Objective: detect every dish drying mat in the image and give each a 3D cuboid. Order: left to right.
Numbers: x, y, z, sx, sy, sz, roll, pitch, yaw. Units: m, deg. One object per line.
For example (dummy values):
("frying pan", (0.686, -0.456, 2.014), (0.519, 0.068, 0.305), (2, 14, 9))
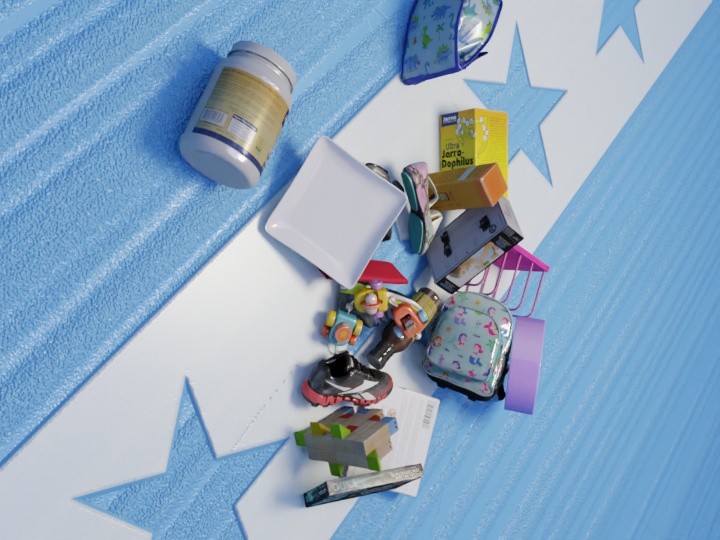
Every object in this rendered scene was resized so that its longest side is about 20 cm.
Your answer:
("dish drying mat", (0.000, 0.000, 1.417), (0.196, 0.077, 0.019), (6, 119, -39))

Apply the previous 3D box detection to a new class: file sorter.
("file sorter", (0.292, 0.010, 1.611), (0.198, 0.137, 0.129), (28, 76, -36))

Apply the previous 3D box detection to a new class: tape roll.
("tape roll", (0.356, 0.204, 1.588), (0.200, 0.064, 0.206), (9, 90, -77))

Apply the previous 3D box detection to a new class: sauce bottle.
("sauce bottle", (0.087, 0.119, 1.494), (0.200, 0.064, 0.066), (-44, 116, -28))

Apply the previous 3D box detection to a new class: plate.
("plate", (-0.044, -0.104, 1.326), (0.198, 0.032, 0.202), (33, 92, -11))

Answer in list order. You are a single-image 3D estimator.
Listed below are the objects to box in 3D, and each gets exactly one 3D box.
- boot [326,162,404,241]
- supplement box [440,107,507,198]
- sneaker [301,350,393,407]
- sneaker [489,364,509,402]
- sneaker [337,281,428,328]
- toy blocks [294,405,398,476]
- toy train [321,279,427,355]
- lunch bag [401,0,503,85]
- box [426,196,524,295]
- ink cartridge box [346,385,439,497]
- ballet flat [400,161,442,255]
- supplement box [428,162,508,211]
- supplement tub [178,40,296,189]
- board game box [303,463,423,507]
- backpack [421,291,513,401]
("boot", (0.000, -0.155, 1.427), (0.198, 0.067, 0.134), (33, 59, -35))
("supplement box", (0.245, -0.237, 1.583), (0.107, 0.107, 0.207), (-2, 92, -39))
("sneaker", (-0.013, 0.202, 1.383), (0.196, 0.071, 0.100), (4, 121, -32))
("sneaker", (0.306, 0.199, 1.657), (0.077, 0.089, 0.207), (-3, 93, -38))
("sneaker", (0.041, 0.076, 1.437), (0.195, 0.074, 0.083), (18, 94, -13))
("toy blocks", (-0.005, 0.302, 1.353), (0.135, 0.196, 0.103), (-24, 105, -47))
("toy train", (0.024, 0.109, 1.377), (0.197, 0.056, 0.152), (-30, 109, 8))
("lunch bag", (0.176, -0.474, 1.481), (0.126, 0.168, 0.204), (34, 70, -33))
("box", (0.229, -0.059, 1.504), (0.059, 0.199, 0.118), (29, 32, -35))
("ink cartridge box", (0.062, 0.339, 1.493), (0.170, 0.043, 0.205), (21, 78, -23))
("ballet flat", (0.129, -0.126, 1.488), (0.070, 0.069, 0.204), (-22, 123, -18))
("supplement box", (0.200, -0.167, 1.490), (0.069, 0.197, 0.067), (-46, 117, -32))
("supplement tub", (-0.196, -0.253, 1.198), (0.143, 0.143, 0.204), (33, 72, -34))
("board game box", (0.005, 0.400, 1.365), (0.195, 0.135, 0.029), (-3, 66, -27))
("backpack", (0.229, 0.147, 1.528), (0.204, 0.174, 0.151), (-65, 161, -17))
